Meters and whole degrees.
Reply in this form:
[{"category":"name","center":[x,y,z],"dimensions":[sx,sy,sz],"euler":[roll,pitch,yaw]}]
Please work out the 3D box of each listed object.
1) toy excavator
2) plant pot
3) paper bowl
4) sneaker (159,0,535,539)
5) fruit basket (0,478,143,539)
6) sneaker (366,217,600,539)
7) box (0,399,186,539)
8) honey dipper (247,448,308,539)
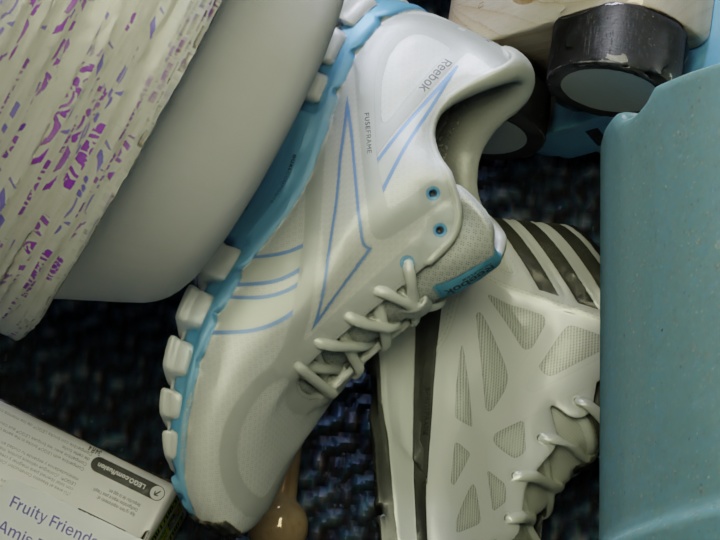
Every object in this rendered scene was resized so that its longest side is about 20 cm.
[{"category":"toy excavator","center":[0.150,-0.081,0.979],"dimensions":[0.194,0.200,0.100],"euler":[-14,60,45]},{"category":"plant pot","center":[0.159,0.042,0.862],"dimensions":[0.199,0.200,0.197],"euler":[-4,72,1]},{"category":"paper bowl","center":[-0.077,-0.070,0.868],"dimensions":[0.104,0.201,0.201],"euler":[27,70,-11]},{"category":"sneaker","center":[0.000,0.000,0.895],"dimensions":[0.086,0.075,0.201],"euler":[18,80,24]},{"category":"fruit basket","center":[-0.079,0.196,0.857],"dimensions":[0.185,0.094,0.200],"euler":[26,93,8]},{"category":"sneaker","center":[0.062,0.068,0.930],"dimensions":[0.115,0.076,0.201],"euler":[-5,66,2]},{"category":"box","center":[-0.176,0.086,0.954],"dimensions":[0.200,0.035,0.110],"euler":[25,72,12]},{"category":"honey dipper","center":[-0.022,0.008,0.983],"dimensions":[0.038,0.038,0.201],"euler":[3,73,4]}]
